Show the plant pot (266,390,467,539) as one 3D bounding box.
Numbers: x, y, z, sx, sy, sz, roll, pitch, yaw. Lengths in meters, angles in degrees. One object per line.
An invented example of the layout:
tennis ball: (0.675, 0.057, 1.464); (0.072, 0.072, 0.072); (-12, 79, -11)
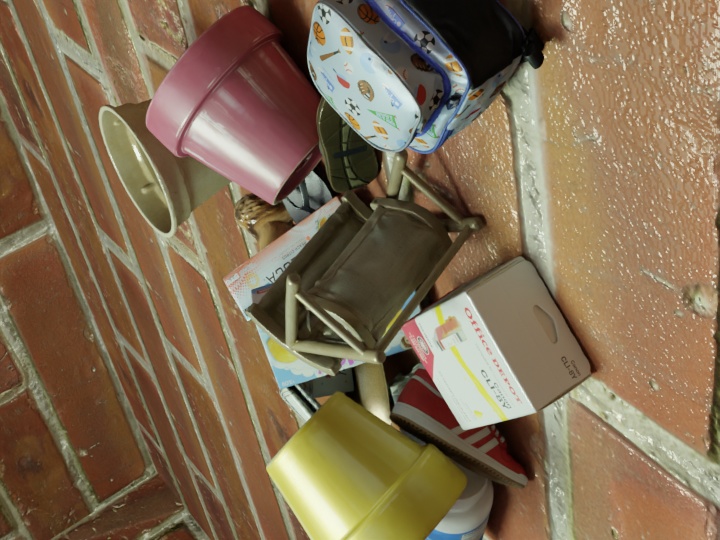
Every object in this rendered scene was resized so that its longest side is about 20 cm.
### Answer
plant pot: (-0.005, 0.256, 1.342); (0.189, 0.201, 0.201); (43, 156, 4)

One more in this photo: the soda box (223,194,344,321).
soda box: (-0.076, -0.017, 1.434); (0.069, 0.199, 0.063); (58, -158, 5)

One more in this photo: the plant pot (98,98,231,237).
plant pot: (-0.240, -0.178, 1.588); (0.201, 0.182, 0.201); (47, 156, 29)

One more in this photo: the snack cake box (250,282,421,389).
snack cake box: (-0.025, 0.057, 1.387); (0.067, 0.198, 0.116); (-105, -2, -62)

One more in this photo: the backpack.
backpack: (0.044, -0.194, 1.013); (0.201, 0.153, 0.191); (52, 167, 12)

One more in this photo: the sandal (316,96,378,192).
sandal: (-0.012, -0.165, 1.282); (0.201, 0.081, 0.055); (85, 169, -60)

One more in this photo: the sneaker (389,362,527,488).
sneaker: (0.141, 0.181, 1.388); (0.199, 0.113, 0.071); (33, 161, -16)

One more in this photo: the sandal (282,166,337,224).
sandal: (-0.094, -0.131, 1.476); (0.076, 0.043, 0.202); (-26, 94, 35)

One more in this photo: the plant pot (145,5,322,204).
plant pot: (-0.129, -0.186, 1.357); (0.179, 0.200, 0.200); (41, 156, 3)

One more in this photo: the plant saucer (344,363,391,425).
plant saucer: (0.006, 0.183, 1.577); (0.200, 0.035, 0.203); (174, 90, -80)

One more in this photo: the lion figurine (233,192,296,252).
lion figurine: (-0.112, -0.030, 1.531); (0.073, 0.121, 0.202); (83, -179, -51)

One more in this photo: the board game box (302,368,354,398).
board game box: (-0.069, 0.101, 1.626); (0.200, 0.063, 0.150); (173, 89, -77)

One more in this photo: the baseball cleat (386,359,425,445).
baseball cleat: (0.081, 0.181, 1.515); (0.107, 0.069, 0.200); (53, 168, 0)

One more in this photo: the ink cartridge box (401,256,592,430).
ink cartridge box: (0.141, 0.083, 1.219); (0.146, 0.083, 0.200); (59, 158, 2)

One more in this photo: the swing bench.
swing bench: (0.000, 0.000, 1.234); (0.130, 0.199, 0.200); (41, 159, -6)

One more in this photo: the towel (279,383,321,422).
towel: (-0.044, 0.233, 1.558); (0.200, 0.035, 0.193); (47, 168, 2)

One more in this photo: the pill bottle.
pill bottle: (0.120, 0.314, 1.518); (0.112, 0.112, 0.201); (47, 155, 28)
